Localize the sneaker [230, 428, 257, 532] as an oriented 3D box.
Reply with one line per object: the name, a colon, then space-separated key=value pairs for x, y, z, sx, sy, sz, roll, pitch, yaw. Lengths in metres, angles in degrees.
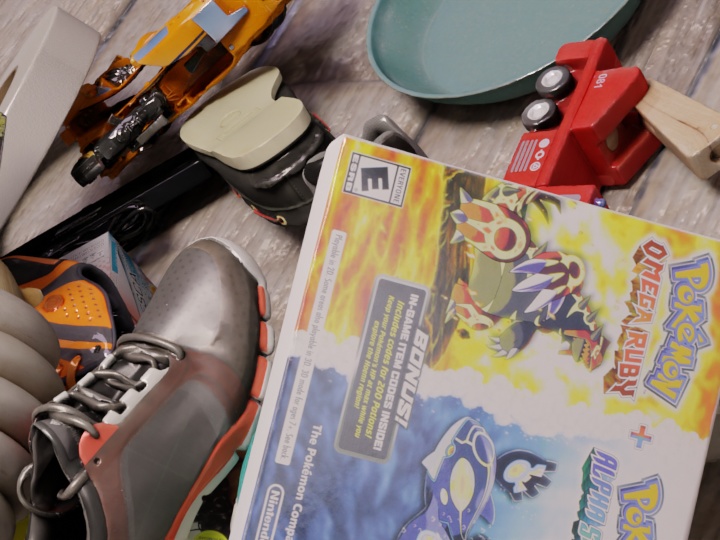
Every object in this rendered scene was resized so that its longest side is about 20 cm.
sneaker: x=0.028 y=0.047 z=0.916 sx=0.199 sy=0.121 sz=0.084 roll=-31 pitch=60 yaw=-33

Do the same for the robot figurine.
robot figurine: x=-0.114 y=-0.135 z=1.278 sx=0.200 sy=0.058 sz=0.145 roll=-40 pitch=9 yaw=24

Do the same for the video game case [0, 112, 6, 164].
video game case: x=-0.251 y=0.015 z=1.090 sx=0.201 sy=0.036 sz=0.181 roll=-60 pitch=15 yaw=11

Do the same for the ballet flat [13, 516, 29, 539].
ballet flat: x=-0.181 y=0.179 z=0.960 sx=0.200 sy=0.067 sz=0.067 roll=-41 pitch=64 yaw=-18

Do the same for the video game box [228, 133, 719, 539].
video game box: x=0.051 y=0.065 z=0.831 sx=0.047 sy=0.181 sz=0.202 roll=167 pitch=117 yaw=-79

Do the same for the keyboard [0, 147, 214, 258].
keyboard: x=-0.172 y=-0.013 z=1.280 sx=0.199 sy=0.040 sz=0.104 roll=-30 pitch=14 yaw=12

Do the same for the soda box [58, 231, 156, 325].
soda box: x=-0.212 y=0.060 z=1.198 sx=0.199 sy=0.064 sz=0.069 roll=-27 pitch=38 yaw=13

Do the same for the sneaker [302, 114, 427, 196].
sneaker: x=0.000 y=0.000 z=1.041 sx=0.075 sy=0.116 sz=0.201 roll=-16 pitch=41 yaw=26

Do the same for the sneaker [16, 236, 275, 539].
sneaker: x=-0.102 y=0.070 z=0.898 sx=0.077 sy=0.082 sz=0.201 roll=2 pitch=67 yaw=44

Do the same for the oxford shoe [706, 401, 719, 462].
oxford shoe: x=0.166 y=0.055 z=0.901 sx=0.198 sy=0.058 sz=0.075 roll=-13 pitch=37 yaw=7

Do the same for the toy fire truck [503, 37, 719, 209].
toy fire truck: x=0.154 y=-0.076 z=1.051 sx=0.140 sy=0.049 sz=0.201 roll=-3 pitch=49 yaw=37

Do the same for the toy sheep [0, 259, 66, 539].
toy sheep: x=-0.201 y=0.076 z=0.928 sx=0.137 sy=0.138 sz=0.201 roll=-10 pitch=59 yaw=32

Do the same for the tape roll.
tape roll: x=-0.234 y=-0.076 z=1.310 sx=0.203 sy=0.037 sz=0.203 roll=-52 pitch=17 yaw=23

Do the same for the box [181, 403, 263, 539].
box: x=-0.048 y=0.152 z=0.921 sx=0.075 sy=0.050 sz=0.201 roll=-3 pitch=48 yaw=-17

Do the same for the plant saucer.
plant saucer: x=0.097 y=-0.164 z=1.205 sx=0.199 sy=0.036 sz=0.201 roll=-23 pitch=39 yaw=20

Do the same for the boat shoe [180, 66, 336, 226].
boat shoe: x=-0.058 y=-0.075 z=1.213 sx=0.073 sy=0.063 sz=0.201 roll=-37 pitch=21 yaw=-3

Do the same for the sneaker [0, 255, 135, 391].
sneaker: x=-0.170 y=0.077 z=1.031 sx=0.111 sy=0.078 sz=0.201 roll=-2 pitch=61 yaw=17
